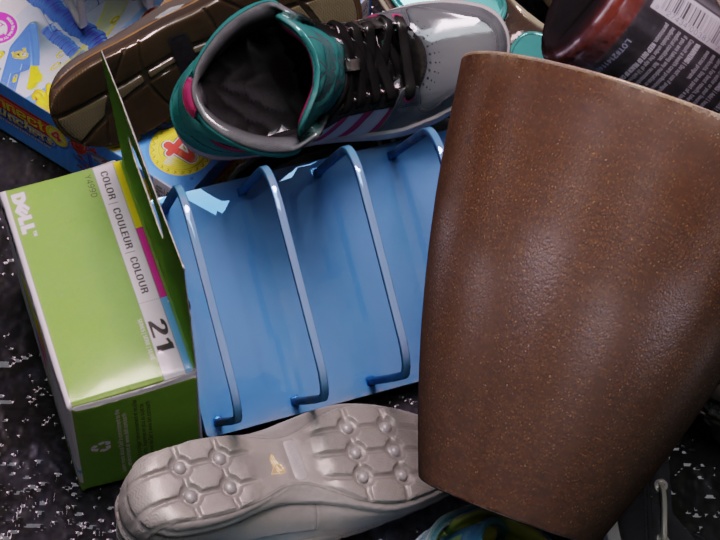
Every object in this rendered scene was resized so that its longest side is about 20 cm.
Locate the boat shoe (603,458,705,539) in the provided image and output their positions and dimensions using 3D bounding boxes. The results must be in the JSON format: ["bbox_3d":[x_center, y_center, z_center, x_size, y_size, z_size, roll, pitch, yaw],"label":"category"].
[{"bbox_3d":[0.156,0.150,0.969,0.060,0.074,0.201,-8,51,-2],"label":"boat shoe"}]

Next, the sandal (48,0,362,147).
[{"bbox_3d":[-0.095,-0.135,1.075,0.199,0.082,0.055,-26,41,-9],"label":"sandal"}]

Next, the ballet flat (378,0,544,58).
[{"bbox_3d":[0.088,-0.135,1.140,0.200,0.070,0.069,37,64,15],"label":"ballet flat"}]

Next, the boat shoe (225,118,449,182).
[{"bbox_3d":[0.001,-0.064,1.096,0.199,0.062,0.073,-24,61,-16],"label":"boat shoe"}]

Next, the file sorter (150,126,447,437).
[{"bbox_3d":[0.000,0.000,0.992,0.199,0.123,0.140,-14,88,-13],"label":"file sorter"}]

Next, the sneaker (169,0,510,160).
[{"bbox_3d":[-0.011,-0.110,0.983,0.199,0.121,0.084,-16,90,-1],"label":"sneaker"}]

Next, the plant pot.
[{"bbox_3d":[0.105,0.022,0.867,0.186,0.187,0.201,19,89,9],"label":"plant pot"}]

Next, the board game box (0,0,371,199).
[{"bbox_3d":[-0.127,-0.144,1.144,0.195,0.056,0.200,31,62,16],"label":"board game box"}]

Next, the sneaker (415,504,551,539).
[{"bbox_3d":[0.017,0.161,0.919,0.199,0.131,0.080,0,59,-1],"label":"sneaker"}]

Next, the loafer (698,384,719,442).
[{"bbox_3d":[0.225,0.083,1.015,0.199,0.063,0.072,25,18,15],"label":"loafer"}]

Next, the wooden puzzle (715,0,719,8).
[{"bbox_3d":[0.277,-0.087,0.972,0.185,0.046,0.201,-14,77,-40],"label":"wooden puzzle"}]

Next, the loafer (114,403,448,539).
[{"bbox_3d":[-0.038,0.118,0.982,0.199,0.070,0.070,-3,60,-25],"label":"loafer"}]

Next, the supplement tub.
[{"bbox_3d":[0.210,-0.115,1.041,0.199,0.107,0.107,31,58,-16],"label":"supplement tub"}]

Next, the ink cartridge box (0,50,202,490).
[{"bbox_3d":[-0.143,0.003,0.969,0.075,0.200,0.148,-16,60,-12],"label":"ink cartridge box"}]

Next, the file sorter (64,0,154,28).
[{"bbox_3d":[-0.112,-0.253,1.105,0.199,0.125,0.139,-21,62,-14],"label":"file sorter"}]

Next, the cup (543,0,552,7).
[{"bbox_3d":[0.183,-0.213,1.139,0.199,0.200,0.144,-13,89,-10],"label":"cup"}]
